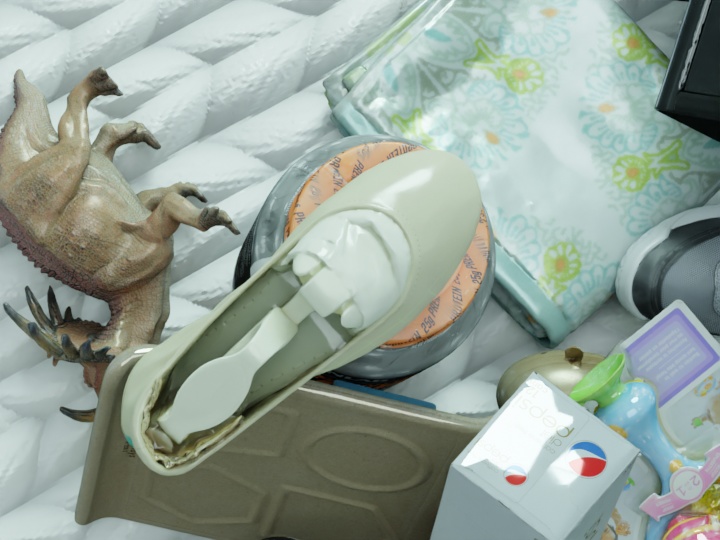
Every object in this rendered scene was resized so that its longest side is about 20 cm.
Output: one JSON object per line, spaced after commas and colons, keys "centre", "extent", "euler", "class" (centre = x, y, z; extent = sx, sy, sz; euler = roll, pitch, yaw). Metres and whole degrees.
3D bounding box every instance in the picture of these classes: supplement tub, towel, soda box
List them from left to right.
{"centre": [0.000, 0.000, 1.002], "extent": [0.122, 0.200, 0.123], "euler": [1, 82, -7], "class": "supplement tub"}
{"centre": [0.075, 0.136, 0.956], "extent": [0.064, 0.200, 0.068], "euler": [36, 61, 17], "class": "soda box"}
{"centre": [0.099, -0.082, 1.106], "extent": [0.171, 0.048, 0.200], "euler": [-43, 90, -11], "class": "towel"}

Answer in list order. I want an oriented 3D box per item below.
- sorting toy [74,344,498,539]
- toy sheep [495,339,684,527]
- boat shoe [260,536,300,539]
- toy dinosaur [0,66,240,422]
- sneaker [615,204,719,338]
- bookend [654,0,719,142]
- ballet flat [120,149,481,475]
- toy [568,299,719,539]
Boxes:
{"centre": [-0.040, 0.097, 0.998], "extent": [0.199, 0.185, 0.037], "euler": [10, 57, -8], "class": "sorting toy"}
{"centre": [0.159, 0.113, 1.045], "extent": [0.200, 0.138, 0.138], "euler": [38, 78, 3], "class": "toy sheep"}
{"centre": [-0.002, 0.202, 0.965], "extent": [0.074, 0.060, 0.200], "euler": [-39, 58, -2], "class": "boat shoe"}
{"centre": [-0.153, -0.021, 1.046], "extent": [0.135, 0.086, 0.200], "euler": [-40, 83, -5], "class": "toy dinosaur"}
{"centre": [0.248, 0.013, 1.067], "extent": [0.199, 0.114, 0.076], "euler": [1, 105, -15], "class": "sneaker"}
{"centre": [0.203, -0.157, 1.064], "extent": [0.092, 0.200, 0.199], "euler": [19, 89, -41], "class": "bookend"}
{"centre": [-0.028, 0.022, 0.864], "extent": [0.200, 0.069, 0.070], "euler": [-41, 89, 10], "class": "ballet flat"}
{"centre": [0.177, 0.127, 0.961], "extent": [0.115, 0.047, 0.200], "euler": [-40, 93, 8], "class": "toy"}
